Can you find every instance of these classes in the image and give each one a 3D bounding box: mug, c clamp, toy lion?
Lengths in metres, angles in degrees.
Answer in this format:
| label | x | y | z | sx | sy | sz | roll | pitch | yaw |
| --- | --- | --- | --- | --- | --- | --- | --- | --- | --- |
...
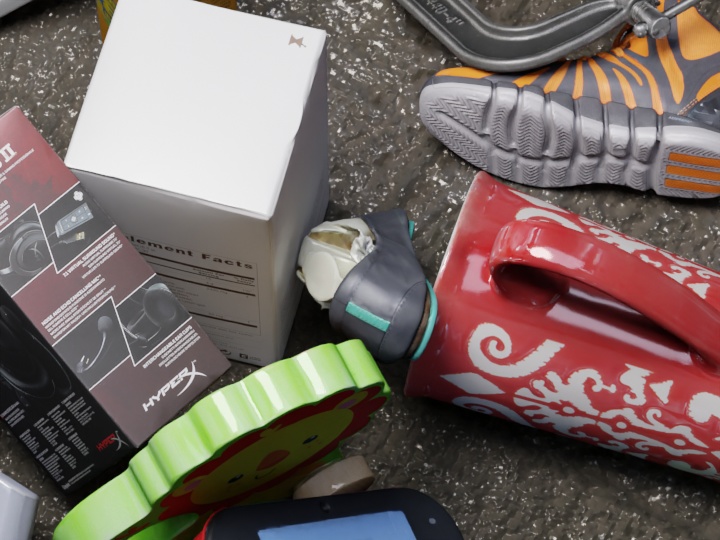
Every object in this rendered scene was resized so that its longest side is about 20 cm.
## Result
| label | x | y | z | sx | sy | sz | roll | pitch | yaw |
| --- | --- | --- | --- | --- | --- | --- | --- | --- | --- |
| mug | 0.136 | 0.043 | 1.652 | 0.199 | 0.178 | 0.134 | 19 | 99 | 4 |
| c clamp | 0.113 | -0.175 | 1.792 | 0.170 | 0.027 | 0.200 | -31 | 41 | -18 |
| toy lion | -0.075 | 0.106 | 1.584 | 0.199 | 0.192 | 0.069 | -29 | 75 | -2 |

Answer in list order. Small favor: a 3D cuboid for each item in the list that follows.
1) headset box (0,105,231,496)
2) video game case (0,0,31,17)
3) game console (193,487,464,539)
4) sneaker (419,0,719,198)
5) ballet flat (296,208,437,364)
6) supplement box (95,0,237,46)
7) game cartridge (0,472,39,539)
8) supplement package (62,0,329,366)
| label | x | y | z | sx | sy | sz | roll | pitch | yaw |
| --- | --- | --- | --- | --- | --- | --- | --- | --- | --- |
| headset box | -0.178 | 0.012 | 1.605 | 0.077 | 0.149 | 0.200 | -39 | 91 | -25 |
| video game case | -0.183 | -0.261 | 1.811 | 0.199 | 0.023 | 0.183 | -25 | 61 | 22 |
| game console | 0.009 | 0.200 | 1.583 | 0.199 | 0.031 | 0.177 | -2 | 55 | -48 |
| sneaker | 0.138 | -0.111 | 1.779 | 0.199 | 0.078 | 0.112 | 11 | 56 | 0 |
| ballet flat | 0.000 | 0.000 | 1.657 | 0.073 | 0.200 | 0.073 | -1 | 103 | -4 |
| supplement box | -0.115 | -0.169 | 1.727 | 0.069 | 0.200 | 0.067 | -33 | 68 | -12 |
| game cartridge | -0.283 | 0.150 | 1.643 | 0.199 | 0.041 | 0.134 | 12 | 82 | 5 |
| supplement package | -0.088 | -0.049 | 1.670 | 0.119 | 0.200 | 0.122 | 14 | 64 | 6 |
